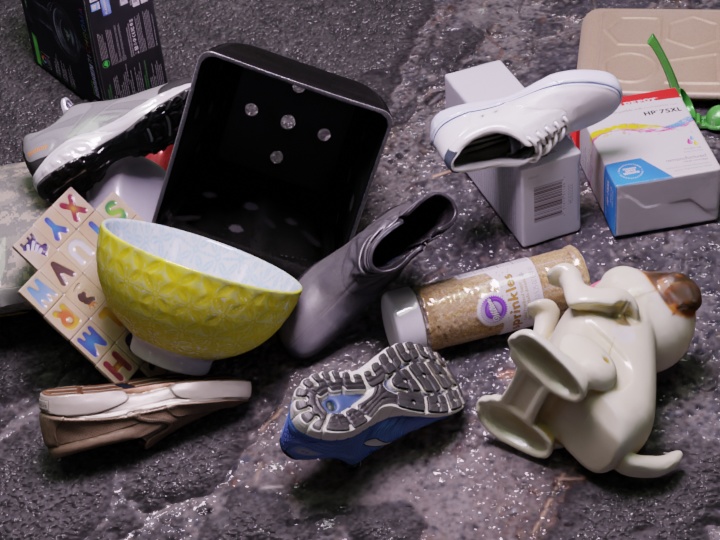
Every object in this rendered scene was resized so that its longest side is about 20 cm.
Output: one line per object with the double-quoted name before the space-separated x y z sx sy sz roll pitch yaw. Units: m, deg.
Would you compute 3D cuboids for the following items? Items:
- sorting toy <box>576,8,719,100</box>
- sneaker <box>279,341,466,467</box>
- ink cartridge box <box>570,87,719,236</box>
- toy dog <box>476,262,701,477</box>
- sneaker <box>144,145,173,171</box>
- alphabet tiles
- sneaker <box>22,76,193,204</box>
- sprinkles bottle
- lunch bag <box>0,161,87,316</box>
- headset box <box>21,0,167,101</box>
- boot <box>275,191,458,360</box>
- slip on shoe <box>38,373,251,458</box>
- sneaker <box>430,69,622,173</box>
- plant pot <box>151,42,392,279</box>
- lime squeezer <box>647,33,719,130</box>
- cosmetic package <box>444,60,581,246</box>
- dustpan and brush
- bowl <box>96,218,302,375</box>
"sorting toy" 0.354 -0.250 1.937 0.197 0.037 0.186 -2 39 13
"sneaker" 0.007 0.124 1.482 0.198 0.089 0.079 -8 60 -36
"ink cartridge box" 0.299 -0.129 1.763 0.115 0.068 0.201 -10 39 -4
"toy dog" 0.228 0.072 1.476 0.193 0.141 0.200 29 49 18
"sneaker" -0.236 -0.138 1.849 0.114 0.079 0.200 -8 19 13
"alphabet tiles" -0.237 0.017 1.603 0.200 0.006 0.167 44 46 -7
"sneaker" -0.248 -0.148 1.652 0.199 0.074 0.080 -28 63 -15
"sprinkles bottle" 0.121 0.031 1.592 0.198 0.069 0.069 -15 39 -10
"lunch bag" -0.354 -0.019 1.680 0.162 0.119 0.201 -6 34 4
"headset box" -0.331 -0.311 1.990 0.092 0.176 0.200 -28 44 -26
"boot" 0.000 0.000 1.563 0.070 0.132 0.200 42 79 -6
"slip on shoe" -0.196 0.133 1.523 0.198 0.061 0.076 -5 5 -25
"sneaker" 0.170 -0.139 1.642 0.198 0.073 0.071 -17 48 1
"plant pot" -0.084 -0.128 1.695 0.197 0.202 0.178 18 24 -4
"lime squeezer" 0.390 -0.188 1.831 0.198 0.071 0.038 27 19 -6
"cosmetic package" 0.160 -0.127 1.755 0.070 0.102 0.201 -17 41 -14
"dustpan and brush" -0.249 -0.093 1.708 0.057 0.202 0.139 -19 9 33
"bowl" -0.164 0.034 1.553 0.198 0.109 0.200 18 8 -3
